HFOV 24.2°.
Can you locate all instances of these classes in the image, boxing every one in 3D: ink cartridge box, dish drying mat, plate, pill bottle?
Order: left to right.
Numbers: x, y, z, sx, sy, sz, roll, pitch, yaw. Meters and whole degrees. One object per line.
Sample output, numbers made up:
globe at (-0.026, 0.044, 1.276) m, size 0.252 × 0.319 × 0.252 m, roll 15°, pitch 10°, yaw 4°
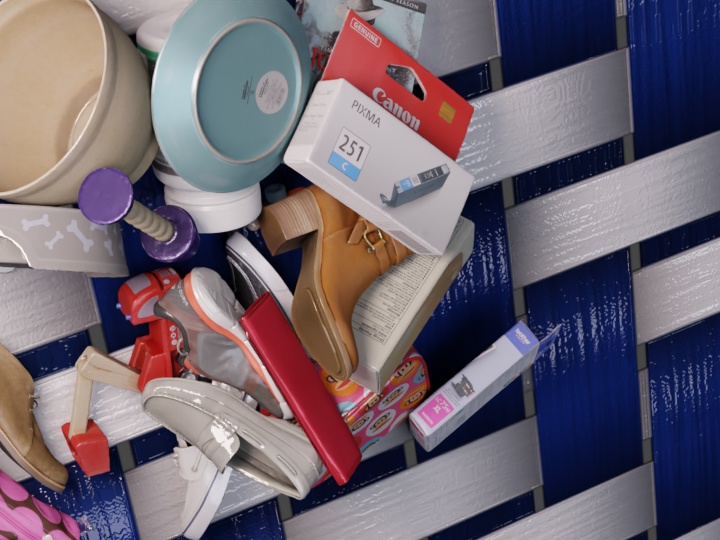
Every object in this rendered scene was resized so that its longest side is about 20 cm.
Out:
pill bottle at (-0.151, -0.146, 1.636) m, size 0.113 × 0.113 × 0.200 m, roll -16°, pitch 120°, yaw -22°
plate at (-0.110, -0.168, 1.563) m, size 0.200 × 0.026 × 0.200 m, roll -17°, pitch 115°, yaw -43°
dish drying mat at (-0.060, 0.120, 1.715) m, size 0.018 × 0.077 × 0.200 m, roll -26°, pitch 100°, yaw 26°
ink cartridge box at (0.036, -0.137, 1.676) m, size 0.200 × 0.045 × 0.176 m, roll 33°, pitch 71°, yaw -35°
ink cartridge box at (0.142, 0.125, 1.934) m, size 0.200 × 0.042 × 0.119 m, roll -37°, pitch 167°, yaw -7°

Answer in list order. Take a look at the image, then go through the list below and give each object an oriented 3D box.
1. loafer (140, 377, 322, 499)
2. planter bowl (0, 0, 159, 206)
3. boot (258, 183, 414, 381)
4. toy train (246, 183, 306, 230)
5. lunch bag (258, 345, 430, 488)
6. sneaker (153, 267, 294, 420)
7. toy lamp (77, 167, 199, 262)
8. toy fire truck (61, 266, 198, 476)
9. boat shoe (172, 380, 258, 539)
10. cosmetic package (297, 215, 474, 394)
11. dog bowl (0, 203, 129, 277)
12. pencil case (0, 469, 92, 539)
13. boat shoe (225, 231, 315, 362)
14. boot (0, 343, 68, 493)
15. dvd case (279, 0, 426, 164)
loafer at (-0.134, 0.170, 1.711) m, size 0.200 × 0.070 × 0.070 m, roll 23°, pitch 136°, yaw 0°
planter bowl at (-0.266, -0.142, 1.537) m, size 0.200 × 0.200 × 0.135 m, roll -56°, pitch 143°, yaw 4°
boot at (0.000, 0.000, 1.708) m, size 0.155 × 0.074 × 0.200 m, roll -18°, pitch 87°, yaw -30°
toy train at (-0.053, -0.120, 1.739) m, size 0.150 × 0.056 × 0.200 m, roll -21°, pitch 121°, yaw -20°
lunch bag at (-0.015, 0.156, 1.851) m, size 0.200 × 0.082 × 0.176 m, roll -37°, pitch 155°, yaw -10°
sneaker at (-0.139, 0.083, 1.723) m, size 0.082 × 0.077 × 0.200 m, roll -28°, pitch 117°, yaw 17°
toy lamp at (-0.196, -0.045, 1.544) m, size 0.058 × 0.058 × 0.200 m, roll -53°, pitch 163°, yaw 2°
toy fire truck at (-0.242, 0.103, 1.740) m, size 0.141 × 0.049 × 0.200 m, roll -15°, pitch 119°, yaw -23°
boat shoe at (-0.169, 0.196, 1.823) m, size 0.070 × 0.071 × 0.200 m, roll 20°, pitch 107°, yaw -7°
cosmetic package at (0.028, 0.018, 1.774) m, size 0.200 × 0.105 × 0.071 m, roll -55°, pitch 163°, yaw -20°
dog bowl at (-0.313, -0.027, 1.557) m, size 0.200 × 0.200 × 0.059 m, roll 3°, pitch 88°, yaw -30°
pencil case at (-0.371, 0.240, 1.704) m, size 0.091 × 0.094 × 0.200 m, roll -49°, pitch 125°, yaw -1°
boat shoe at (-0.105, 0.047, 1.783) m, size 0.068 × 0.072 × 0.200 m, roll -36°, pitch 132°, yaw -12°
boot at (-0.344, 0.145, 1.694) m, size 0.075 × 0.074 × 0.200 m, roll -45°, pitch 124°, yaw -16°
dvd case at (-0.011, -0.192, 1.690) m, size 0.146 × 0.022 × 0.200 m, roll 15°, pitch 81°, yaw -31°
